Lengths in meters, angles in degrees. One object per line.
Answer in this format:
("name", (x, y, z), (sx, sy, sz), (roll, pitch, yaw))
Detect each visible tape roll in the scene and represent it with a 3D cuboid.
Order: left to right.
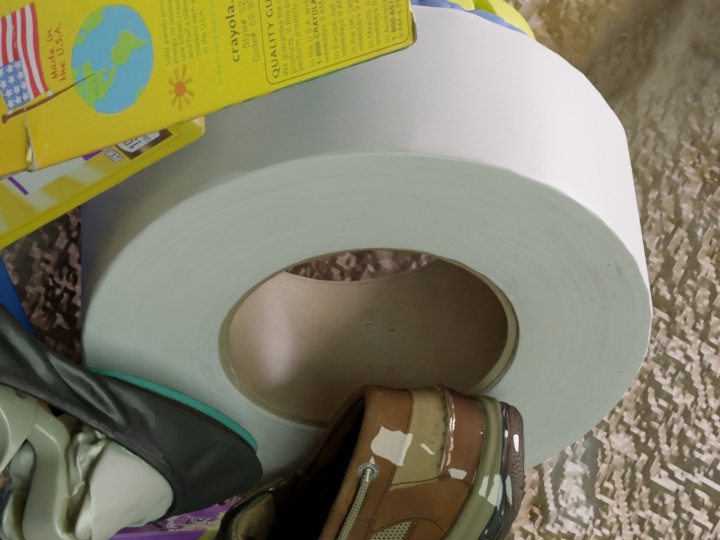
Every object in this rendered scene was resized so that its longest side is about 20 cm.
("tape roll", (0.000, 0.000, 1.009), (0.201, 0.071, 0.203), (-3, 141, -3))

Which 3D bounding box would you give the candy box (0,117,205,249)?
("candy box", (-0.144, -0.074, 0.877), (0.102, 0.027, 0.200), (-26, 141, 22))

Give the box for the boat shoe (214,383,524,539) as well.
("boat shoe", (-0.019, 0.105, 1.032), (0.074, 0.076, 0.200), (22, 126, -22))

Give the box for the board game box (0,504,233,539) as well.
("board game box", (-0.103, 0.152, 1.089), (0.199, 0.032, 0.121), (0, 109, -29))

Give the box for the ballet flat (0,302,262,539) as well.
("ballet flat", (-0.115, 0.053, 0.951), (0.200, 0.068, 0.069), (33, 56, -36))

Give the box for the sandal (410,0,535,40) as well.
("sandal", (-0.008, -0.068, 1.039), (0.199, 0.087, 0.080), (-6, 110, -25))

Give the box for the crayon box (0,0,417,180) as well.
("crayon box", (-0.071, -0.108, 0.843), (0.199, 0.051, 0.128), (-21, 113, -45))

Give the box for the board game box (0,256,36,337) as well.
("board game box", (-0.196, -0.006, 0.936), (0.152, 0.045, 0.201), (-48, 131, -36))
